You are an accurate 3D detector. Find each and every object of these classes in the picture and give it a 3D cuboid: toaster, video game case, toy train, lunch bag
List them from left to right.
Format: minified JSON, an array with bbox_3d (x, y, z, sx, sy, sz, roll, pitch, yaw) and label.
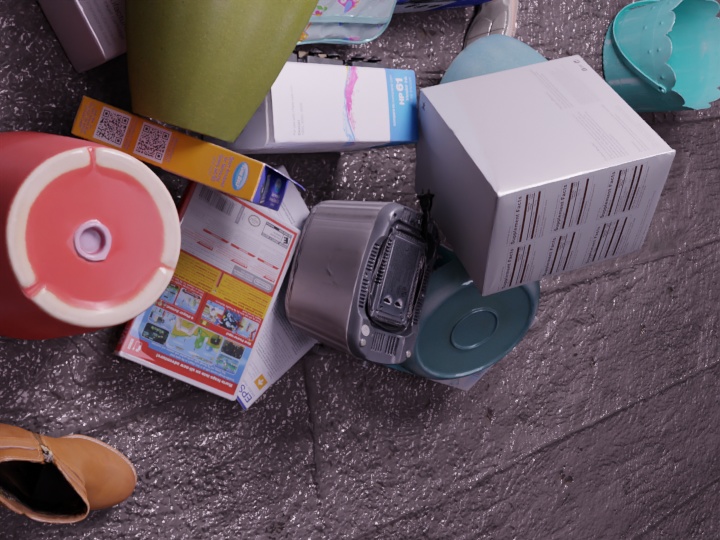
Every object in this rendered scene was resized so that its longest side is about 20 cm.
[{"bbox_3d":[-0.153,0.019,0.820,0.142,0.017,0.202,30,74,-35],"label":"video game case"},{"bbox_3d":[-0.054,-0.241,0.920,0.199,0.046,0.034,-7,101,-41],"label":"toy train"},{"bbox_3d":[-0.035,-0.329,0.871,0.199,0.077,0.161,-12,137,-37],"label":"lunch bag"},{"bbox_3d":[0.000,0.000,0.859,0.113,0.128,0.202,18,84,-48],"label":"toaster"}]

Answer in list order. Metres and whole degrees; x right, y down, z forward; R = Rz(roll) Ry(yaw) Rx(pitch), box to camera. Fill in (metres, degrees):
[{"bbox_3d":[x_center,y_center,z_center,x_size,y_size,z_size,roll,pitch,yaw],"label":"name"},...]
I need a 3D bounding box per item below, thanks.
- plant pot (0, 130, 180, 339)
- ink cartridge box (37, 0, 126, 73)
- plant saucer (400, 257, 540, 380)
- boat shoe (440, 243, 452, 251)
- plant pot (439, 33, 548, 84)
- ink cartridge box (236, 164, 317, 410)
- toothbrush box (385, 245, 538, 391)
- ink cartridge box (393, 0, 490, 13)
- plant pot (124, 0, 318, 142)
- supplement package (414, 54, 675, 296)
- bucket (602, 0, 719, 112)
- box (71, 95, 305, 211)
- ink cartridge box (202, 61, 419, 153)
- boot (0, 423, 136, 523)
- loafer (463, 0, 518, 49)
[{"bbox_3d":[-0.258,-0.029,0.676,0.199,0.177,0.203,-3,95,-39],"label":"plant pot"},{"bbox_3d":[-0.215,-0.304,0.757,0.200,0.084,0.147,-40,117,-31],"label":"ink cartridge box"},{"bbox_3d":[0.132,0.063,0.934,0.198,0.028,0.201,-14,134,-16],"label":"plant saucer"},{"bbox_3d":[0.058,-0.025,1.014,0.199,0.072,0.068,19,44,-35],"label":"boat shoe"},{"bbox_3d":[0.208,-0.197,1.041,0.199,0.134,0.202,-22,128,-31],"label":"plant pot"},{"bbox_3d":[-0.117,0.017,0.885,0.200,0.043,0.197,-42,117,-27],"label":"ink cartridge box"},{"bbox_3d":[0.103,0.059,0.997,0.199,0.086,0.147,22,118,-40],"label":"toothbrush box"},{"bbox_3d":[0.102,-0.366,1.012,0.199,0.094,0.045,-19,104,-38],"label":"ink cartridge box"},{"bbox_3d":[-0.129,-0.222,0.684,0.186,0.187,0.202,10,100,-39],"label":"plant pot"},{"bbox_3d":[0.187,-0.108,0.857,0.198,0.192,0.148,-15,138,-13],"label":"supplement package"},{"bbox_3d":[0.518,-0.366,1.332,0.206,0.134,0.209,-2,94,-41],"label":"bucket"},{"bbox_3d":[-0.151,-0.101,0.732,0.198,0.119,0.042,23,93,5],"label":"box"},{"bbox_3d":[-0.056,-0.174,0.857,0.199,0.144,0.086,-10,99,-39],"label":"ink cartridge box"},{"bbox_3d":[-0.264,0.183,0.695,0.200,0.155,0.077,38,69,-35],"label":"boot"},{"bbox_3d":[0.198,-0.353,1.112,0.063,0.071,0.202,20,77,-46],"label":"loafer"}]
